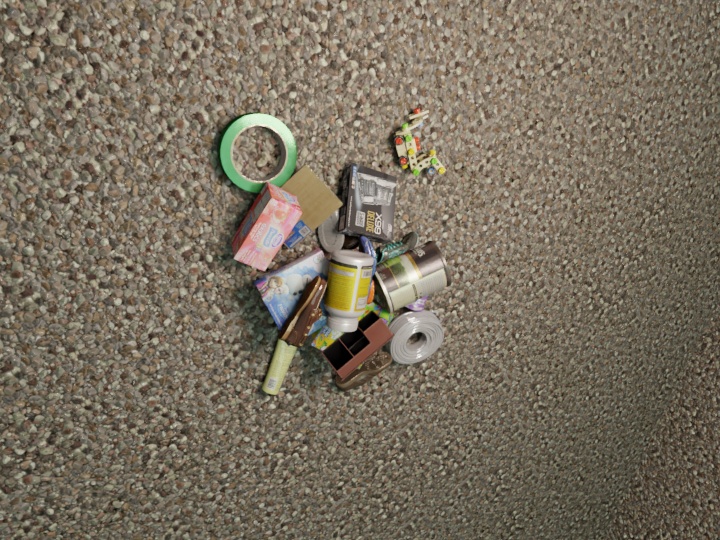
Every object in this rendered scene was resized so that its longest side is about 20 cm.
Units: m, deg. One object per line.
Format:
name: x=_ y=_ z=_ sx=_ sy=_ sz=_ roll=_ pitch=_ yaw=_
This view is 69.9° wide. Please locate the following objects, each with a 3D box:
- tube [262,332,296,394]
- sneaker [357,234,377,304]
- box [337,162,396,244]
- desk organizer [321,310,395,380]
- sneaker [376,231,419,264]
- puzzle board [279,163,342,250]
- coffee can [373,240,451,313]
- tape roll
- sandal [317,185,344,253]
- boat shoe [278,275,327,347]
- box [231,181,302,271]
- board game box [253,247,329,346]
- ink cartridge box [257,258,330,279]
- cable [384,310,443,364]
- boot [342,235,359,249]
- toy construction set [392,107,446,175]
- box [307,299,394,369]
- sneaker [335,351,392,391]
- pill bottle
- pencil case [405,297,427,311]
tube: x=-0.238 y=0.272 z=1.551 sx=0.200 sy=0.052 sz=0.058 roll=-69 pitch=161 yaw=5
sneaker: x=0.000 y=0.000 z=1.424 sx=0.078 sy=0.075 sz=0.201 roll=-1 pitch=104 yaw=-13
box: x=0.022 y=-0.189 z=1.466 sx=0.157 sy=0.050 sz=0.201 roll=13 pitch=74 yaw=-28
desk organizer: x=-0.008 y=0.212 z=1.484 sx=0.200 sy=0.072 sz=0.077 roll=-39 pitch=117 yaw=-7
sneaker: x=0.097 y=-0.053 z=1.584 sx=0.200 sy=0.078 sz=0.091 roll=-48 pitch=116 yaw=-5
puzzle board: x=-0.171 y=-0.171 z=1.410 sx=0.200 sy=0.017 sz=0.151 roll=-40 pitch=113 yaw=10
coffee can: x=0.144 y=0.019 z=1.506 sx=0.200 sy=0.146 sz=0.147 roll=-24 pitch=116 yaw=-7
tape roll: x=-0.266 y=-0.304 z=1.335 sx=0.200 sy=0.048 sz=0.201 roll=-8 pitch=111 yaw=-23
sandal: x=-0.083 y=-0.149 z=1.473 sx=0.050 sy=0.082 sz=0.203 roll=-45 pitch=131 yaw=-57
boat shoe: x=-0.138 y=0.110 z=1.354 sx=0.070 sy=0.070 sz=0.200 roll=28 pitch=101 yaw=-17
box: x=-0.248 y=-0.114 z=1.349 sx=0.095 sy=0.103 sz=0.200 roll=24 pitch=113 yaw=-30
board game box: x=-0.155 y=0.072 z=1.399 sx=0.199 sy=0.043 sz=0.200 roll=-29 pitch=112 yaw=-11
ink cartridge box: x=-0.182 y=0.010 z=1.456 sx=0.200 sy=0.095 sz=0.037 roll=-21 pitch=114 yaw=-18
cable: x=0.177 y=0.222 z=1.700 sx=0.200 sy=0.069 sz=0.200 roll=6 pitch=118 yaw=-26
boot: x=0.028 y=-0.126 z=1.523 sx=0.200 sy=0.075 sz=0.074 roll=-39 pitch=118 yaw=-10
toy construction set: x=0.166 y=-0.365 z=1.497 sx=0.131 sy=0.092 sz=0.200 roll=-14 pitch=107 yaw=5
box: x=-0.042 y=0.157 z=1.558 sx=0.192 sy=0.122 sz=0.200 roll=33 pitch=92 yaw=-30
sneaker: x=0.011 y=0.331 z=1.683 sx=0.200 sy=0.071 sz=0.076 roll=-23 pitch=142 yaw=-7
pill bottle: x=-0.035 y=0.054 z=1.353 sx=0.112 sy=0.112 sz=0.201 roll=4 pitch=103 yaw=-27
pencil case: x=0.193 y=0.035 z=1.656 sx=0.085 sy=0.084 sz=0.200 roll=-9 pitch=120 yaw=-65
